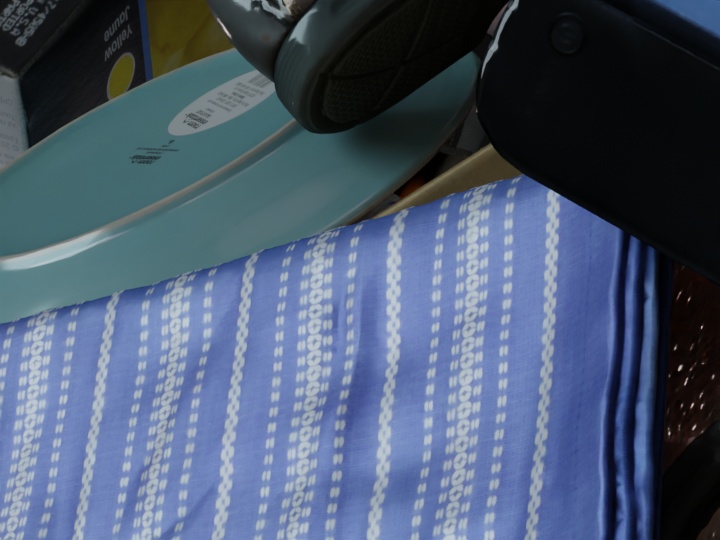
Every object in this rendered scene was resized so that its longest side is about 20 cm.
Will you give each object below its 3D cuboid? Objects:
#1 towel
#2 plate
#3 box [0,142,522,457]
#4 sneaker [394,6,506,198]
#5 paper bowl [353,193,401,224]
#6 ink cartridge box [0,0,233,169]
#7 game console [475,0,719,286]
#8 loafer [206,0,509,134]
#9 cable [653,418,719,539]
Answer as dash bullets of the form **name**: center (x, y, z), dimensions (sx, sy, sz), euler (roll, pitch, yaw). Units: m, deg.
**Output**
- **towel**: center (-0.020, 0.053, 0.632), dimensions (0.199, 0.024, 0.146), euler (-15, 53, 33)
- **plate**: center (-0.059, -0.028, 0.857), dimensions (0.199, 0.026, 0.200), euler (-24, 18, 8)
- **box**: center (0.000, 0.000, 0.774), dimensions (0.199, 0.021, 0.163), euler (-32, 0, 10)
- **sneaker**: center (-0.004, -0.040, 1.132), dimensions (0.200, 0.074, 0.080), euler (130, 155, -57)
- **paper bowl**: center (-0.054, 0.049, 0.990), dimensions (0.201, 0.104, 0.201), euler (-46, -10, -10)
- **ink cartridge box**: center (-0.076, -0.064, 1.049), dimensions (0.198, 0.047, 0.201), euler (-57, -24, -36)
- **game console**: center (0.115, -0.070, 0.511), dimensions (0.201, 0.175, 0.116), euler (-64, -17, 15)
- **loafer**: center (0.042, -0.115, 0.818), dimensions (0.200, 0.063, 0.072), euler (-35, -25, -24)
- **cable**: center (0.040, 0.113, 0.597), dimensions (0.201, 0.097, 0.050), euler (-63, -31, -8)
